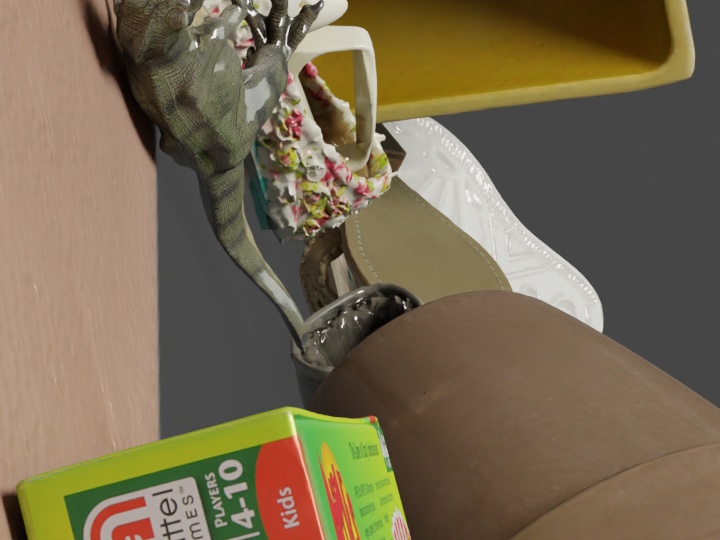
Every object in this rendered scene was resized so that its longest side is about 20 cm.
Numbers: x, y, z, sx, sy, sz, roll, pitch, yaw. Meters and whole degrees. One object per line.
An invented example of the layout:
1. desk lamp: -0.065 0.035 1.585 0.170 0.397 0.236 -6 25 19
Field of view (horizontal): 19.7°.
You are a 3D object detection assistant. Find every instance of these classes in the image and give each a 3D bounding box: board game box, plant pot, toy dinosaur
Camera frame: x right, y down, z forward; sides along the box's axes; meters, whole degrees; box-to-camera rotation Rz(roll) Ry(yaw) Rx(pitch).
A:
1. board game box: -0.012 0.083 0.418 0.200 0.048 0.102 47 27 -84
2. plant pot: 0.036 -0.204 0.905 0.200 0.195 0.194 -80 159 -49
3. toy dinosaur: -0.042 -0.060 0.616 0.200 0.047 0.088 70 20 -59
4. plant pot: 0.060 0.100 0.641 0.175 0.200 0.200 51 -15 44

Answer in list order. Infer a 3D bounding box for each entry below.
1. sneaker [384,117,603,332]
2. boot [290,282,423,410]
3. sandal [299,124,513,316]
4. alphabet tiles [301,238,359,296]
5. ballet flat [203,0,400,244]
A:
1. sneaker: 0.027 -0.002 1.160 0.200 0.081 0.146 41 -31 -17
2. boot: 0.023 0.103 0.853 0.182 0.072 0.200 -92 161 -79
3. sandal: 0.005 0.001 0.950 0.212 0.078 0.070 60 -45 46
4. alphabet tiles: -0.007 0.021 1.081 0.200 0.015 0.196 68 7 -66
5. ballet flat: -0.030 -0.087 0.761 0.200 0.064 0.076 69 7 -55
